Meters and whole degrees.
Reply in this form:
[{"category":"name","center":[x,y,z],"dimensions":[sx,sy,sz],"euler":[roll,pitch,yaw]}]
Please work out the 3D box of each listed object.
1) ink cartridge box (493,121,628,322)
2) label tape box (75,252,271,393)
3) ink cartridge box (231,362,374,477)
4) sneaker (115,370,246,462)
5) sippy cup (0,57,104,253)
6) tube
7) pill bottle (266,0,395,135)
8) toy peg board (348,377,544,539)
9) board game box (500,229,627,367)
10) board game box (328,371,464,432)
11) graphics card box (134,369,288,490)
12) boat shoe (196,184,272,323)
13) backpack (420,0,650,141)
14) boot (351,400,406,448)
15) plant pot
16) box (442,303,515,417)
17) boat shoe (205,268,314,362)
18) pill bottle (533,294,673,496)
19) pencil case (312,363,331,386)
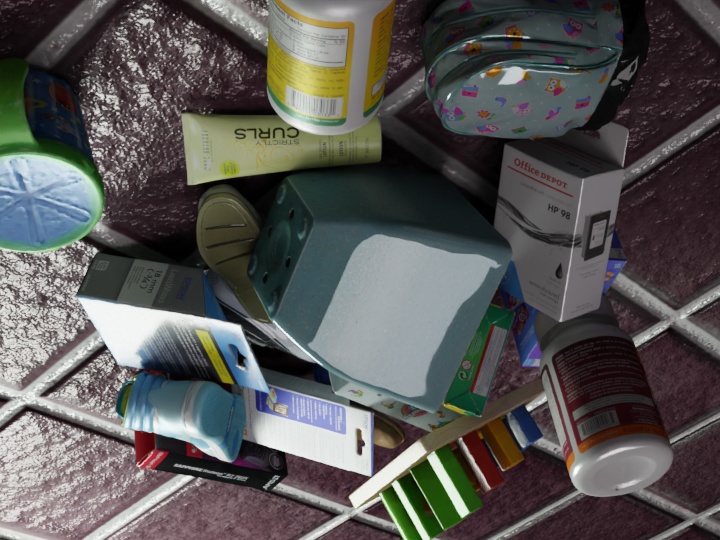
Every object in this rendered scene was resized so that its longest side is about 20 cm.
[{"category":"ink cartridge box","center":[0.202,-0.065,1.270],"dimensions":[0.066,0.115,0.202],"euler":[-15,121,-36]},{"category":"label tape box","center":[-0.196,0.059,1.359],"dimensions":[0.198,0.064,0.145],"euler":[8,147,17]},{"category":"ink cartridge box","center":[-0.066,0.181,1.488],"dimensions":[0.198,0.037,0.096],"euler":[14,120,26]},{"category":"sneaker","center":[-0.213,0.168,1.443],"dimensions":[0.129,0.080,0.200],"euler":[8,158,13]},{"category":"sippy cup","center":[-0.305,-0.109,1.122],"dimensions":[0.139,0.131,0.178],"euler":[19,132,-34]},{"category":"tube","center":[-0.078,-0.127,1.231],"dimensions":[0.198,0.059,0.052],"euler":[-4,168,-6]},{"category":"pill bottle","center":[-0.026,-0.226,1.067],"dimensions":[0.111,0.114,0.201],"euler":[-5,142,-9]},{"category":"toy peg board","center":[0.122,0.241,1.457],"dimensions":[0.198,0.098,0.200],"euler":[-20,163,-36]},{"category":"board game box","center":[0.226,0.000,1.409],"dimensions":[0.044,0.135,0.201],"euler":[3,141,-18]},{"category":"board game box","center":[0.043,0.103,1.480],"dimensions":[0.064,0.149,0.199],"euler":[-38,136,27]},{"category":"graphics card box","center":[-0.191,0.202,1.557],"dimensions":[0.199,0.126,0.051],"euler":[19,133,-33]},{"category":"boat shoe","center":[-0.126,-0.028,1.329],"dimensions":[0.074,0.069,0.201],"euler":[-8,139,11]},{"category":"backpack","center":[0.156,-0.198,1.144],"dimensions":[0.198,0.128,0.168],"euler":[2,144,-13]},{"category":"boot","center":[-0.041,0.203,1.579],"dimensions":[0.198,0.076,0.074],"euler":[18,147,2]},{"category":"plant pot","center":[0.000,0.000,1.254],"dimensions":[0.198,0.196,0.198],"euler":[14,111,-27]},{"category":"box","center":[0.123,0.097,1.342],"dimensions":[0.048,0.118,0.200],"euler":[19,177,0]},{"category":"boat shoe","center":[-0.117,0.054,1.447],"dimensions":[0.071,0.073,0.200],"euler":[-28,130,33]},{"category":"pill bottle","center":[0.253,0.128,1.303],"dimensions":[0.108,0.201,0.110],"euler":[-7,142,-5]},{"category":"pencil case","center":[0.030,0.138,1.571],"dimensions":[0.199,0.087,0.078],"euler":[21,106,-37]}]
